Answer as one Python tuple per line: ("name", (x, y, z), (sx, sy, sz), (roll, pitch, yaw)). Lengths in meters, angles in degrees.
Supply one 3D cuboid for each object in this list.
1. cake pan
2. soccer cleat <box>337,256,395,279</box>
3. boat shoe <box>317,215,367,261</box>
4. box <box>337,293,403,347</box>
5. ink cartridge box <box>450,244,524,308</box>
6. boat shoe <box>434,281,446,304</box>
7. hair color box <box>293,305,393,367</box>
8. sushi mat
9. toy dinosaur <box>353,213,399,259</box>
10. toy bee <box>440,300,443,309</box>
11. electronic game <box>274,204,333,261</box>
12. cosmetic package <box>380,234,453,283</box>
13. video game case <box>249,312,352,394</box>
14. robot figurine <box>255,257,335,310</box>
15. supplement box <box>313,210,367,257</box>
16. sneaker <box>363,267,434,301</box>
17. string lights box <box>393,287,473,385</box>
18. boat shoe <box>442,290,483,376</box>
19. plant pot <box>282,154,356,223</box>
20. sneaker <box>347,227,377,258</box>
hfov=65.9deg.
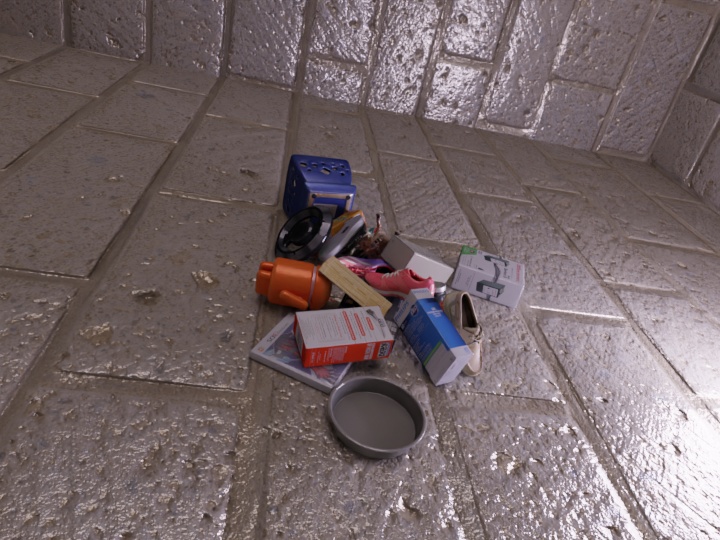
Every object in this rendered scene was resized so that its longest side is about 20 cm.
("cake pan", (0.030, 0.289, 1.097), (0.198, 0.037, 0.201), (11, 30, -6))
("soccer cleat", (0.000, 0.000, 1.523), (0.198, 0.067, 0.076), (-1, 19, -17))
("boat shoe", (-0.043, -0.080, 1.577), (0.068, 0.057, 0.200), (0, 38, 45))
("box", (0.025, 0.109, 1.387), (0.160, 0.049, 0.200), (21, 31, 5))
("ink cartridge box", (0.382, 0.016, 1.658), (0.198, 0.085, 0.146), (18, 31, 7))
("boat shoe", (0.134, 0.060, 1.497), (0.198, 0.061, 0.075), (7, 19, 32))
("hair color box", (-0.039, 0.143, 1.222), (0.198, 0.064, 0.111), (-4, 40, -19))
("sushi mat", (-0.012, 0.043, 1.358), (0.199, 0.012, 0.096), (39, 32, 3))
("toy dinosaur", (0.042, -0.064, 1.590), (0.085, 0.201, 0.136), (31, 65, 23))
("toy bee", (0.212, 0.136, 1.363), (0.198, 0.110, 0.131), (6, 33, -14))
("electronic game", (-0.161, -0.103, 1.559), (0.042, 0.199, 0.200), (46, 7, -39))
("cosmetic package", (0.163, -0.023, 1.570), (0.199, 0.073, 0.104), (18, 19, -45))
("video game case", (-0.115, 0.177, 1.239), (0.198, 0.023, 0.182), (22, 31, 13))
("robot figurine", (-0.156, 0.035, 1.369), (0.198, 0.118, 0.144), (10, -5, -6))
("supplement box", (-0.071, -0.110, 1.639), (0.066, 0.069, 0.199), (2, 28, 46))
("sneaker", (0.103, 0.025, 1.413), (0.198, 0.088, 0.074), (18, 27, 24))
("string lights box", (0.162, 0.149, 1.277), (0.058, 0.103, 0.201), (-4, 48, -35))
("boat shoe", (0.248, 0.147, 1.290), (0.072, 0.202, 0.065), (-12, -3, -31))
("plant pot", (-0.126, -0.230, 1.754), (0.198, 0.201, 0.180), (1, 38, -22))
("sneaker", (-0.006, -0.072, 1.678), (0.093, 0.071, 0.200), (0, 30, 29))
